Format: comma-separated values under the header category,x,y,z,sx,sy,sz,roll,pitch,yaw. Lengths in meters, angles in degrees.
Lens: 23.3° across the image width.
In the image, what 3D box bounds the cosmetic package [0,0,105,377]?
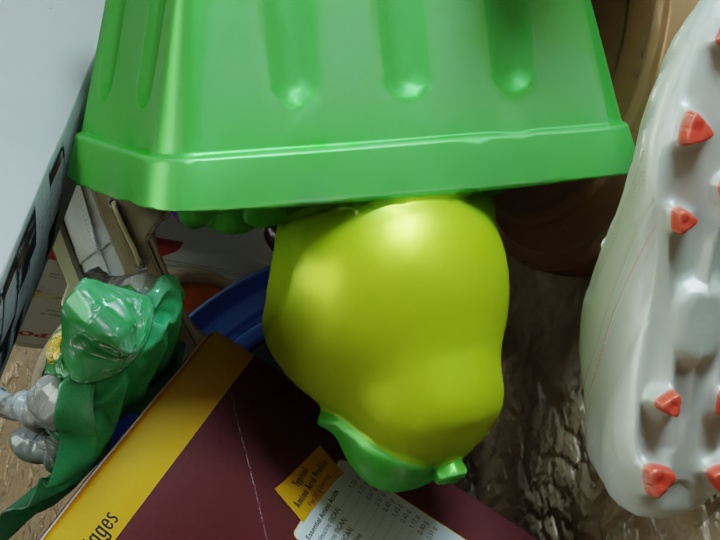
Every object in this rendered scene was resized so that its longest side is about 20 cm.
category,x,y,z,sx,sy,sz,roll,pitch,yaw
cosmetic package,-0.144,-0.035,0.702,0.083,0.050,0.201,112,173,-48

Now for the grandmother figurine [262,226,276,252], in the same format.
category,x,y,z,sx,sy,sz,roll,pitch,yaw
grandmother figurine,0.000,0.000,0.810,0.201,0.120,0.061,-99,29,-61

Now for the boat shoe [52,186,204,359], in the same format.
category,x,y,z,sx,sy,sz,roll,pitch,yaw
boat shoe,-0.130,-0.029,0.891,0.075,0.068,0.202,-150,46,-76

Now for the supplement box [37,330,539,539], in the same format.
category,x,y,z,sx,sy,sz,roll,pitch,yaw
supplement box,-0.037,0.168,0.652,0.133,0.199,0.198,-60,-4,37

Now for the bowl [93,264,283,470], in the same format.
category,x,y,z,sx,sy,sz,roll,pitch,yaw
bowl,-0.049,0.085,0.879,0.199,0.039,0.202,-25,42,24

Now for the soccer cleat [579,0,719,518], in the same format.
category,x,y,z,sx,sy,sz,roll,pitch,yaw
soccer cleat,0.115,-0.011,0.637,0.077,0.069,0.203,-150,68,-67

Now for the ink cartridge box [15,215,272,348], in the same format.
category,x,y,z,sx,sy,sz,roll,pitch,yaw
ink cartridge box,-0.154,-0.016,1.119,0.200,0.144,0.084,-36,50,56

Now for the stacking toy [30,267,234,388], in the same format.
category,x,y,z,sx,sy,sz,roll,pitch,yaw
stacking toy,-0.092,0.111,0.997,0.201,0.145,0.147,57,133,35

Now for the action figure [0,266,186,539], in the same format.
category,x,y,z,sx,sy,sz,roll,pitch,yaw
action figure,-0.101,0.040,0.660,0.119,0.055,0.200,-53,0,-21

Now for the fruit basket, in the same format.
category,x,y,z,sx,sy,sz,roll,pitch,yaw
fruit basket,0.000,-0.026,0.669,0.155,0.213,0.218,21,100,64

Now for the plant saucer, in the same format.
category,x,y,z,sx,sy,sz,roll,pitch,yaw
plant saucer,0.094,-0.099,0.752,0.200,0.032,0.203,145,129,-58
